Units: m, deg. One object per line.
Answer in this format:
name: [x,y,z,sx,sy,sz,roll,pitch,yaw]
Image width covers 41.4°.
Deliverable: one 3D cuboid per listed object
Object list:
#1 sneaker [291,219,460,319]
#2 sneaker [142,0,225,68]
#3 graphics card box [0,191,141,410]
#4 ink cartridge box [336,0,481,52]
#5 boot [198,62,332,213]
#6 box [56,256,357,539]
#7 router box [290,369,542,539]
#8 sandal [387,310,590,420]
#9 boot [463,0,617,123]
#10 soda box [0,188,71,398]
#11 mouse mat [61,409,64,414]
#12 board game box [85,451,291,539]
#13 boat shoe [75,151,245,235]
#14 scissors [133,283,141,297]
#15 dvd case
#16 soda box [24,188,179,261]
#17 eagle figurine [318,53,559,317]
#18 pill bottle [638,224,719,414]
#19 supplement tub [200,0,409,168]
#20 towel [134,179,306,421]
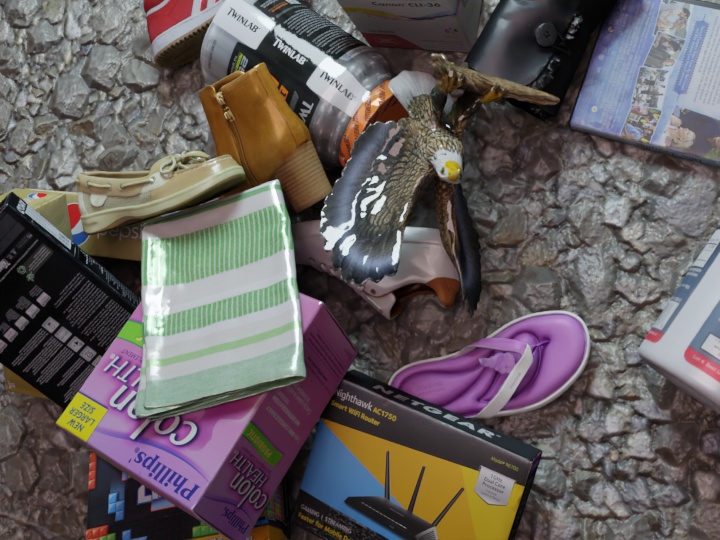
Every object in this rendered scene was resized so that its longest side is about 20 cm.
sneaker: [0.000,0.000,0.914,0.197,0.073,0.086,4,79,18]
sneaker: [-0.152,-0.311,1.020,0.198,0.071,0.114,-24,77,16]
graphics card box: [-0.293,0.040,0.901,0.126,0.051,0.200,-46,115,4]
ink cartridge box: [0.037,-0.272,0.881,0.115,0.200,0.069,8,83,19]
boot: [-0.119,-0.108,0.921,0.200,0.071,0.145,-23,100,46]
box: [-0.133,0.103,0.845,0.174,0.097,0.201,21,70,32]
router box: [0.047,0.197,0.861,0.198,0.051,0.152,20,100,22]
sandal: [0.115,0.097,0.871,0.200,0.050,0.084,-24,74,15]
boot: [0.139,-0.249,0.860,0.198,0.076,0.170,29,97,-23]
soda box: [-0.330,0.025,0.970,0.063,0.068,0.203,6,114,20]
mouse mat: [-0.198,0.097,0.956,0.160,0.008,0.201,25,74,33]
board game box: [-0.168,0.201,0.925,0.197,0.057,0.168,-15,62,15]
boat shoe: [-0.195,-0.083,0.896,0.198,0.073,0.064,-12,96,37]
scissors: [-0.197,0.083,0.954,0.073,0.014,0.200,-38,54,-4]
dvd case: [0.306,-0.174,0.871,0.197,0.018,0.145,19,87,21]
soda box: [-0.259,-0.046,1.008,0.197,0.068,0.065,7,94,19]
eagle figurine: [0.061,-0.080,0.825,0.150,0.151,0.203,25,106,18]
pill bottle: [0.329,0.019,0.776,0.119,0.119,0.201,35,93,20]
supplement tub: [-0.051,-0.185,0.937,0.199,0.122,0.123,36,93,21]
towel: [-0.125,0.021,0.820,0.150,0.023,0.202,-16,54,12]
